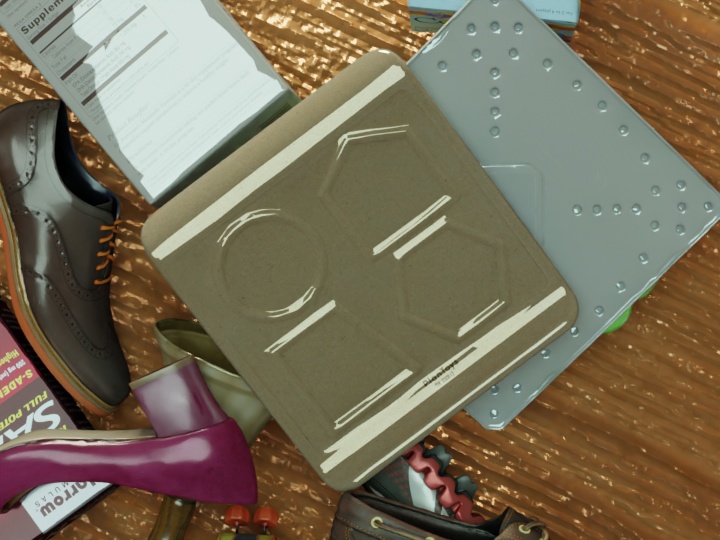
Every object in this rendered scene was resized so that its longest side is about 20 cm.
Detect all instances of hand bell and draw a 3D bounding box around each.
[{"bbox_3d":[-0.109,0.141,1.693,0.104,0.104,0.200,21,101,4],"label":"hand bell"}]

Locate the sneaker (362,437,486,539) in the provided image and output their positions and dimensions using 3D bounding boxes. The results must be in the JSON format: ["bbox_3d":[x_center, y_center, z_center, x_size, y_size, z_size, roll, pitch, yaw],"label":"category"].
[{"bbox_3d":[0.038,0.167,1.676,0.098,0.071,0.200,-38,87,-2],"label":"sneaker"}]

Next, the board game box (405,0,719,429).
[{"bbox_3d":[0.079,-0.038,1.645,0.200,0.026,0.200,43,101,-13],"label":"board game box"}]

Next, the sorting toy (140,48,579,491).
[{"bbox_3d":[0.000,0.000,1.617,0.185,0.036,0.200,-37,100,1],"label":"sorting toy"}]

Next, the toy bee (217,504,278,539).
[{"bbox_3d":[-0.062,0.200,1.651,0.131,0.200,0.109,19,45,-11],"label":"toy bee"}]

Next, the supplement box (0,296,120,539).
[{"bbox_3d":[-0.244,0.080,1.702,0.109,0.061,0.200,-36,87,0],"label":"supplement box"}]

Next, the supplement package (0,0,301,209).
[{"bbox_3d":[-0.142,-0.146,1.683,0.110,0.114,0.200,-40,86,2],"label":"supplement package"}]

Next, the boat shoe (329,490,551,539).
[{"bbox_3d":[0.079,0.172,1.606,0.200,0.070,0.070,9,92,-1],"label":"boat shoe"}]

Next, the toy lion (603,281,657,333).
[{"bbox_3d":[0.082,-0.027,1.696,0.200,0.069,0.192,-41,93,0],"label":"toy lion"}]

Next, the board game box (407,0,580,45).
[{"bbox_3d":[0.089,-0.245,1.682,0.105,0.103,0.200,6,87,2],"label":"board game box"}]

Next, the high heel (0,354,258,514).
[{"bbox_3d":[-0.161,0.131,1.626,0.200,0.067,0.096,-26,91,16],"label":"high heel"}]

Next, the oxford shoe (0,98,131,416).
[{"bbox_3d":[-0.175,-0.007,1.681,0.073,0.071,0.200,-19,103,14],"label":"oxford shoe"}]
